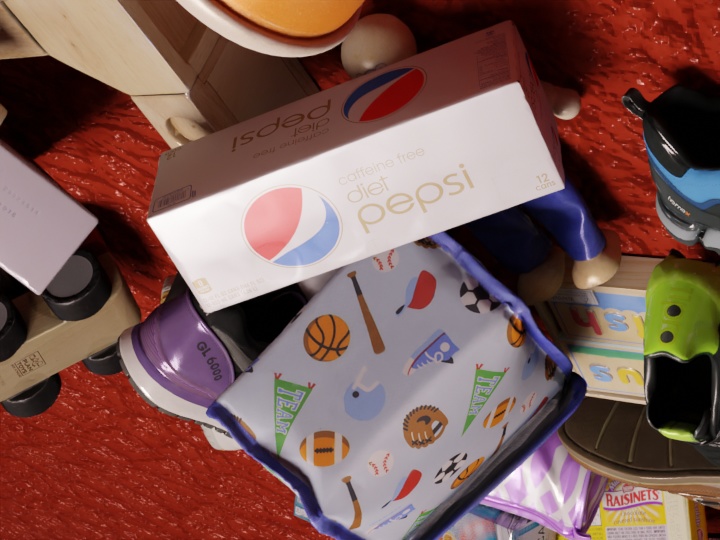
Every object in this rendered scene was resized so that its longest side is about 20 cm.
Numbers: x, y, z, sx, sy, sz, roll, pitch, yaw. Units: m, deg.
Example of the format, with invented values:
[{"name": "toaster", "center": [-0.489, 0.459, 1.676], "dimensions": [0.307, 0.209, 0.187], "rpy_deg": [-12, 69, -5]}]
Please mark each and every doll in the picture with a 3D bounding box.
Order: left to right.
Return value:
[{"name": "doll", "center": [0.063, -0.066, 0.896], "dimensions": [0.136, 0.049, 0.200], "rpy_deg": [-19, 128, 41]}]

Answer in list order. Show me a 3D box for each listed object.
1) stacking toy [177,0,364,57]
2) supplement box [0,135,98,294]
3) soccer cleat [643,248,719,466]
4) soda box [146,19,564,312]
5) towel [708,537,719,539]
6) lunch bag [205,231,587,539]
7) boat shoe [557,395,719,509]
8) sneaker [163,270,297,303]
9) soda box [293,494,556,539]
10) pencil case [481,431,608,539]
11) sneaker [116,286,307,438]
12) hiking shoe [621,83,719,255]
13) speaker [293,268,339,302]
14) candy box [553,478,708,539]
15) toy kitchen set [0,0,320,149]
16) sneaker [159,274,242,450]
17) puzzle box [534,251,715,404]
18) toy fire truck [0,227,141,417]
[{"name": "stacking toy", "center": [0.003, -0.194, 0.684], "dimensions": [0.146, 0.146, 0.200], "rpy_deg": [39, 130, -24]}, {"name": "supplement box", "center": [-0.242, -0.061, 1.042], "dimensions": [0.109, 0.061, 0.200], "rpy_deg": [40, 177, -25]}, {"name": "soccer cleat", "center": [0.190, 0.071, 0.939], "dimensions": [0.067, 0.081, 0.200], "rpy_deg": [8, 148, 28]}, {"name": "soda box", "center": [-0.003, -0.050, 0.838], "dimensions": [0.200, 0.064, 0.068], "rpy_deg": [-19, 123, 15]}, {"name": "towel", "center": [0.261, 0.228, 1.152], "dimensions": [0.200, 0.145, 0.023], "rpy_deg": [-14, 113, 49]}, {"name": "lunch bag", "center": [0.035, 0.080, 0.971], "dimensions": [0.124, 0.170, 0.200], "rpy_deg": [45, 179, 26]}, {"name": "boat shoe", "center": [0.224, 0.123, 1.066], "dimensions": [0.200, 0.072, 0.068], "rpy_deg": [7, 146, 30]}, {"name": "sneaker", "center": [-0.071, 0.039, 1.116], "dimensions": [0.075, 0.106, 0.200], "rpy_deg": [4, 145, 34]}, {"name": "soda box", "center": [0.046, 0.178, 1.246], "dimensions": [0.200, 0.068, 0.064], "rpy_deg": [17, 111, 35]}, {"name": "pencil case", "center": [0.078, 0.128, 1.177], "dimensions": [0.200, 0.086, 0.084], "rpy_deg": [11, 145, 21]}, {"name": "sneaker", "center": [-0.046, 0.058, 1.006], "dimensions": [0.088, 0.076, 0.200], "rpy_deg": [-39, 146, 20]}, {"name": "hiking shoe", "center": [0.221, -0.044, 0.781], "dimensions": [0.200, 0.075, 0.087], "rpy_deg": [4, 146, 34]}, {"name": "speaker", "center": [0.000, 0.000, 1.023], "dimensions": [0.081, 0.081, 0.200], "rpy_deg": [9, 149, 27]}, {"name": "candy box", "center": [0.166, 0.195, 1.212], "dimensions": [0.026, 0.102, 0.200], "rpy_deg": [3, 171, -41]}, {"name": "toy kitchen set", "center": [-0.166, -0.086, 0.918], "dimensions": [0.200, 0.163, 0.181], "rpy_deg": [3, 145, 36]}, {"name": "sneaker", "center": [-0.087, 0.064, 1.230], "dimensions": [0.087, 0.076, 0.200], "rpy_deg": [-2, 148, 14]}, {"name": "puzzle box", "center": [0.206, 0.043, 0.993], "dimensions": [0.200, 0.025, 0.133], "rpy_deg": [5, 147, 32]}, {"name": "toy fire truck", "center": [-0.267, 0.013, 1.215], "dimensions": [0.200, 0.176, 0.129], "rpy_deg": [58, 173, 36]}]
